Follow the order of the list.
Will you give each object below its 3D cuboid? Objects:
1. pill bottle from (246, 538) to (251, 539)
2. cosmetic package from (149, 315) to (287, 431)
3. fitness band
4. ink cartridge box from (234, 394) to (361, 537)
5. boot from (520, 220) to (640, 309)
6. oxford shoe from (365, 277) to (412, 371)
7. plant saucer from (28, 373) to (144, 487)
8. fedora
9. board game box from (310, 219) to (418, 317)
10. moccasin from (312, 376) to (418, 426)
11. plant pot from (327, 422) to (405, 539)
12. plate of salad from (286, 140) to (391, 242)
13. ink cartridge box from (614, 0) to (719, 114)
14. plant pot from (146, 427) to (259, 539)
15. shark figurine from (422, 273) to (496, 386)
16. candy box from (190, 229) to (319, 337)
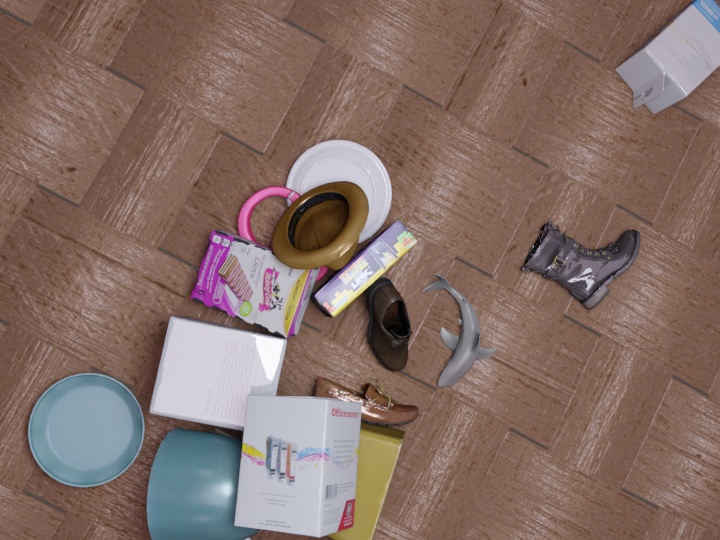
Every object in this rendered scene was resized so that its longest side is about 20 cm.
[{"bbox_3d":[-0.258,0.548,1.265,0.114,0.114,0.200,43,68,-2],"label":"pill bottle"},{"bbox_3d":[-0.242,0.179,1.280,0.200,0.167,0.166,12,85,-6],"label":"cosmetic package"},{"bbox_3d":[-0.136,-0.063,1.355,0.144,0.037,0.200,-41,93,9],"label":"fitness band"},{"bbox_3d":[-0.092,0.297,1.141,0.145,0.145,0.200,0,77,22],"label":"ink cartridge box"},{"bbox_3d":[0.429,-0.039,1.421,0.174,0.069,0.200,37,85,-3],"label":"boot"},{"bbox_3d":[0.057,0.117,1.326,0.073,0.084,0.200,-24,127,-15],"label":"oxford shoe"},{"bbox_3d":[-0.487,0.284,1.311,0.200,0.036,0.200,1,86,-7],"label":"plant saucer"},{"bbox_3d":[-0.057,-0.064,1.265,0.201,0.201,0.082,-42,132,-7],"label":"fedora"},{"bbox_3d":[0.000,0.000,1.321,0.200,0.165,0.057,-42,91,-8],"label":"board game box"},{"bbox_3d":[0.012,0.239,1.354,0.201,0.074,0.078,14,89,-3],"label":"moccasin"},{"bbox_3d":[-0.045,0.352,1.285,0.200,0.196,0.194,18,84,7],"label":"plant pot"},{"bbox_3d":[-0.041,-0.144,1.378,0.200,0.048,0.200,1,99,4],"label":"plate of salad"},{"bbox_3d":[0.618,-0.416,1.438,0.200,0.129,0.125,-42,91,-8],"label":"ink cartridge box"},{"bbox_3d":[-0.242,0.370,1.233,0.161,0.201,0.201,0,86,9],"label":"plant pot"},{"bbox_3d":[0.199,0.106,1.377,0.128,0.090,0.215,-8,89,-8],"label":"shark figurine"},{"bbox_3d":[-0.190,0.022,1.311,0.200,0.061,0.136,20,95,13],"label":"candy box"}]
